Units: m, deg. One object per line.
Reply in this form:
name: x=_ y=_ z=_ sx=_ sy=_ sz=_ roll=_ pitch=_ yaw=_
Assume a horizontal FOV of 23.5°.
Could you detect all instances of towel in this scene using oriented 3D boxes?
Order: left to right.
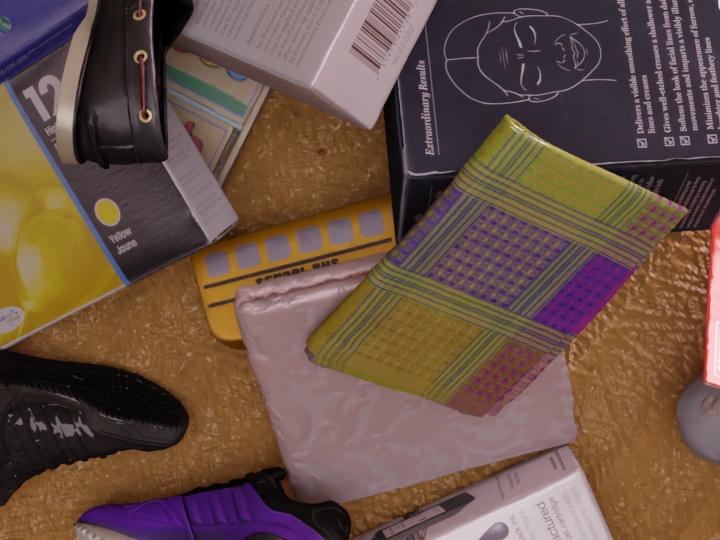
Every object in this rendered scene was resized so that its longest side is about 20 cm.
towel: x=0.032 y=0.060 z=1.070 sx=0.190 sy=0.032 sz=0.200 roll=-15 pitch=135 yaw=0
towel: x=0.073 y=0.007 z=0.991 sx=0.143 sy=0.023 sz=0.200 roll=21 pitch=125 yaw=-30

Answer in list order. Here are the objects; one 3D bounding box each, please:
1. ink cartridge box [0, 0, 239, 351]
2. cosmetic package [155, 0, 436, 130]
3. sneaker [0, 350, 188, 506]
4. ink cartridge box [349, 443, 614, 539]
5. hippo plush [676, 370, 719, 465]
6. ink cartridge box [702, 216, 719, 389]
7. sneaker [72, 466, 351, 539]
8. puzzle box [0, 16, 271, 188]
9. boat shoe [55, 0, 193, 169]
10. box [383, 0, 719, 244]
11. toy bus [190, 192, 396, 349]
ink cartridge box: x=-0.201 y=-0.072 z=1.058 sx=0.197 sy=0.047 sz=0.200 roll=-25 pitch=102 yaw=34
cosmetic package: x=-0.060 y=-0.167 z=1.006 sx=0.200 sy=0.071 sz=0.102 roll=27 pitch=89 yaw=34
sneaker: x=-0.219 y=0.109 z=1.117 sx=0.199 sy=0.060 sz=0.104 roll=14 pitch=117 yaw=-17
ink cartridge box: x=0.076 y=0.222 z=1.115 sx=0.199 sy=0.084 sz=0.146 roll=-25 pitch=96 yaw=3
hippo plush: x=0.289 y=0.097 z=1.064 sx=0.200 sy=0.159 sz=0.161 roll=-43 pitch=95 yaw=5
ink cartridge box: x=0.297 y=0.009 z=1.043 sx=0.173 sy=0.200 sz=0.044 roll=19 pitch=139 yaw=-7
sneaker: x=-0.088 y=0.168 z=1.106 sx=0.200 sy=0.100 sz=0.070 roll=5 pitch=133 yaw=35
puzzle box: x=-0.156 y=-0.135 z=1.108 sx=0.199 sy=0.025 sz=0.133 roll=26 pitch=95 yaw=-2
boat shoe: x=-0.122 y=-0.149 z=0.959 sx=0.063 sy=0.074 sz=0.202 roll=3 pitch=66 yaw=4
box: x=0.114 y=-0.105 z=1.037 sx=0.199 sy=0.107 sz=0.149 roll=-3 pitch=68 yaw=-3
toy bus: x=0.000 y=0.000 z=1.097 sx=0.199 sy=0.065 sz=0.079 roll=-16 pitch=80 yaw=2
